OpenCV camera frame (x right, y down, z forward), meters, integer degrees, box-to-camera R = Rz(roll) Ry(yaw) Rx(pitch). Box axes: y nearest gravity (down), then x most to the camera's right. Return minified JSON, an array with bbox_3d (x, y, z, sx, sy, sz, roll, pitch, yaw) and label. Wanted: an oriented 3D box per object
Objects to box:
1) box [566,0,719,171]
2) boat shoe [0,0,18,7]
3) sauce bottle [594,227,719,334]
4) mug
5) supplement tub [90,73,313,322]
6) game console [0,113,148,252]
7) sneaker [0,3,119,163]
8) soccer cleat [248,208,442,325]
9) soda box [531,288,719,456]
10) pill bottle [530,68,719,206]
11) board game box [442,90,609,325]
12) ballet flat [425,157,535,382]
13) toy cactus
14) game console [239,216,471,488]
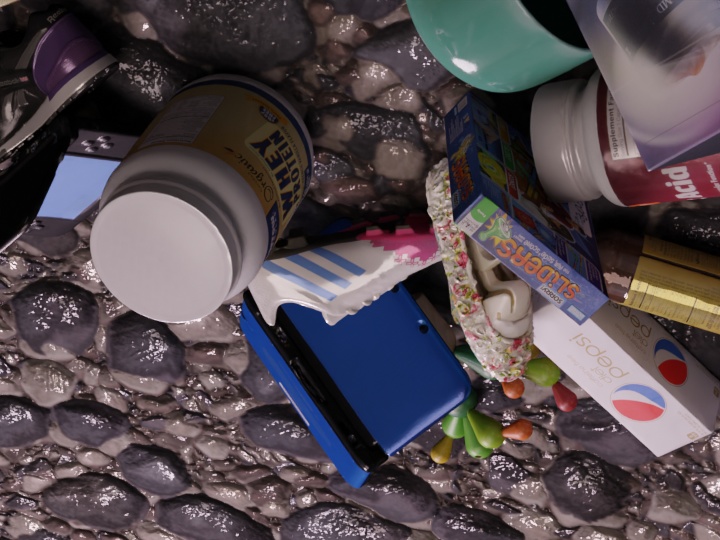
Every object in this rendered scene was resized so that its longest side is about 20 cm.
[{"bbox_3d":[0.258,-0.203,1.441,0.200,0.123,0.199,-31,82,40],"label":"box"},{"bbox_3d":[-0.348,-0.258,1.721,0.200,0.073,0.063,2,137,20],"label":"boat shoe"},{"bbox_3d":[0.238,0.000,1.761,0.200,0.065,0.065,18,137,3],"label":"sauce bottle"},{"bbox_3d":[0.116,-0.199,1.544,0.114,0.152,0.185,-24,121,41],"label":"mug"},{"bbox_3d":[-0.131,-0.060,1.729,0.144,0.200,0.145,9,123,13],"label":"supplement tub"},{"bbox_3d":[-0.277,-0.040,1.829,0.176,0.117,0.200,5,152,-41],"label":"game console"},{"bbox_3d":[-0.292,-0.164,1.813,0.200,0.076,0.088,-34,95,41],"label":"sneaker"},{"bbox_3d":[0.000,0.000,1.819,0.200,0.070,0.087,-8,105,6],"label":"soccer cleat"},{"bbox_3d":[0.229,0.074,1.841,0.200,0.064,0.068,41,134,-21],"label":"soda box"},{"bbox_3d":[0.240,-0.110,1.613,0.200,0.114,0.114,-6,131,27],"label":"pill bottle"},{"bbox_3d":[0.129,-0.053,1.653,0.135,0.200,0.034,38,111,-17],"label":"board game box"},{"bbox_3d":[0.107,0.000,1.753,0.064,0.076,0.200,-10,104,52],"label":"ballet flat"},{"bbox_3d":[0.088,0.093,1.913,0.200,0.102,0.165,-19,106,38],"label":"toy cactus"},{"bbox_3d":[-0.008,0.078,1.905,0.200,0.118,0.171,55,166,9],"label":"game console"}]
